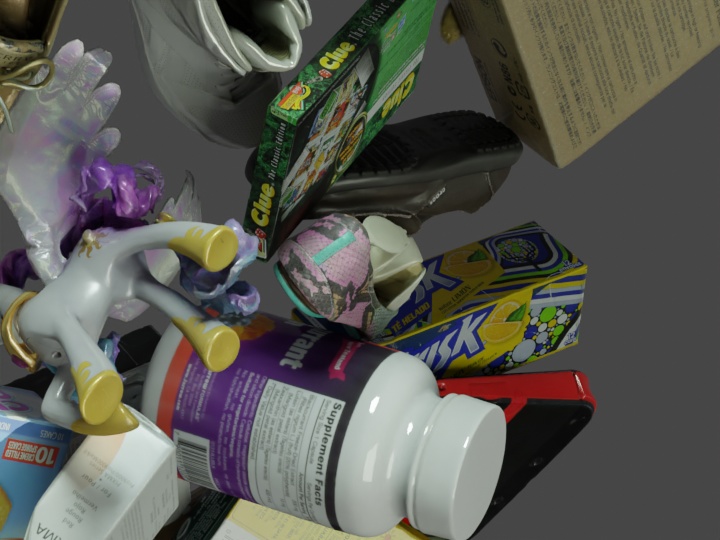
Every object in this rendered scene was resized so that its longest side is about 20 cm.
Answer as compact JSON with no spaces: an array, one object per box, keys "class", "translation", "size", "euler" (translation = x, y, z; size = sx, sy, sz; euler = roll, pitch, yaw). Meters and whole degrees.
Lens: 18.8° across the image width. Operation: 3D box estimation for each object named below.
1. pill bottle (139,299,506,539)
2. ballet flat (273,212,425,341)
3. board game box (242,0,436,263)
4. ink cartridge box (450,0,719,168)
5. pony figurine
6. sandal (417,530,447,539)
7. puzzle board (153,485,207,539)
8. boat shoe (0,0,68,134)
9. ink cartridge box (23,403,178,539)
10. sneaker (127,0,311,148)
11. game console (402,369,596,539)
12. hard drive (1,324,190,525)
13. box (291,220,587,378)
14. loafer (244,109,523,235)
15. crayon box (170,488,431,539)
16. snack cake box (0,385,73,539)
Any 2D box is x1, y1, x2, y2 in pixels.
[{"class":"pill bottle","translation":[-0.021,0.093,1.286],"size":[0.111,0.199,0.112],"euler":[15,90,-70]},{"class":"ballet flat","translation":[0.000,0.000,1.290],"size":[0.071,0.069,0.200],"euler":[-34,170,4]},{"class":"board game box","translation":[-0.008,-0.098,1.234],"size":[0.200,0.023,0.105],"euler":[-52,160,-47]},{"class":"ink cartridge box","translation":[0.139,-0.189,1.334],"size":[0.165,0.075,0.200],"euler":[-38,136,-13]},{"class":"pony figurine","translation":[-0.143,-0.002,1.179],"size":[0.193,0.200,0.167],"euler":[-52,131,-17]},{"class":"sandal","translation":[-0.010,0.219,1.484],"size":[0.200,0.057,0.080],"euler":[-4,143,-33]},{"class":"puzzle board","translation":[-0.150,0.225,1.441],"size":[0.200,0.017,0.151],"euler":[-30,139,-19]},{"class":"boat shoe","translation":[-0.184,-0.142,1.109],"size":[0.073,0.063,0.201],"euler":[0,120,-40]},{"class":"ink cartridge box","translation":[-0.179,0.181,1.227],"size":[0.200,0.050,0.162],"euler":[-50,171,-17]},{"class":"sneaker","translation":[-0.070,-0.119,1.184],"size":[0.074,0.116,0.200],"euler":[-40,139,-12]},{"class":"game console","translation":[0.054,0.135,1.490],"size":[0.176,0.031,0.200],"euler":[4,138,-40]},{"class":"hard drive","translation":[-0.199,0.129,1.319],"size":[0.200,0.038,0.140],"euler":[-23,133,-27]},{"class":"box","translation":[0.052,0.037,1.438],"size":[0.200,0.064,0.070],"euler":[-20,132,-28]},{"class":"loafer","translation":[0.016,-0.049,1.337],"size":[0.199,0.073,0.072],"euler":[-7,125,-35]},{"class":"crayon box","translation":[-0.025,0.205,1.413],"size":[0.200,0.051,0.127],"euler":[36,89,-25]},{"class":"snack cake box","translation":[-0.271,0.111,1.184],"size":[0.200,0.067,0.115],"euler":[14,99,-34]}]
